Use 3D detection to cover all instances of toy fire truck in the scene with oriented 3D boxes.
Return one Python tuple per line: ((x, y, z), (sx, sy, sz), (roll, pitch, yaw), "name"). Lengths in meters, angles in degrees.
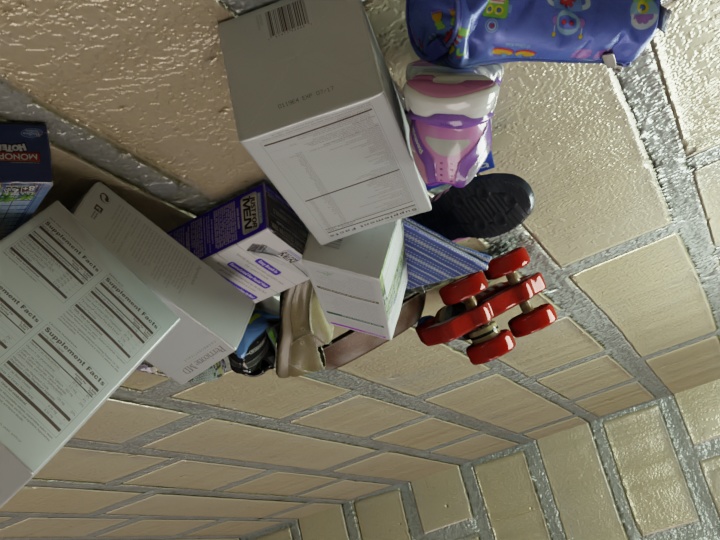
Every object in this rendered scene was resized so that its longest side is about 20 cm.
((0.161, 0.058, 1.193), (0.199, 0.113, 0.168), (-26, 180, -29), "toy fire truck")

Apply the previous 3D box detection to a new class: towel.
((0.033, -0.022, 0.950), (0.144, 0.024, 0.200), (25, 160, -24), "towel")

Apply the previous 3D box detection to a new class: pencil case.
((0.135, -0.195, 0.659), (0.199, 0.087, 0.078), (-4, 172, -21), "pencil case")

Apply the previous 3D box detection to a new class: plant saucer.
((0.012, 0.089, 1.193), (0.200, 0.037, 0.200), (-30, 178, -1), "plant saucer")

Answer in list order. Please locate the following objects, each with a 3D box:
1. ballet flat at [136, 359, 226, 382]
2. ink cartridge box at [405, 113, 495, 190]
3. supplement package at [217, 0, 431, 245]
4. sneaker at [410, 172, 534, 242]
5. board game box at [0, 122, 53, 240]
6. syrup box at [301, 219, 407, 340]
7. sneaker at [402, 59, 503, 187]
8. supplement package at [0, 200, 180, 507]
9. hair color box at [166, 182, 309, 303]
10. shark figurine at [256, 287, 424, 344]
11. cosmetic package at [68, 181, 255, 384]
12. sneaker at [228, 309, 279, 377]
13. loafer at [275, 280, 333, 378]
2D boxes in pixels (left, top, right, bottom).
((-0.240, 0.098, 1.071), (0.200, 0.072, 0.072), (15, 144, -41), "ballet flat")
((0.029, -0.106, 0.849), (0.199, 0.044, 0.094), (-19, 158, 8), "ink cartridge box")
((-0.022, -0.119, 0.703), (0.113, 0.110, 0.200), (-17, 156, 8), "supplement package")
((0.123, -0.073, 0.927), (0.082, 0.070, 0.200), (-38, -167, -34), "sneaker")
((-0.376, -0.046, 0.721), (0.199, 0.062, 0.200), (-2, 153, -27), "board game box")
((0.000, 0.000, 0.882), (0.081, 0.079, 0.200), (14, 161, 10), "syrup box")
((0.073, -0.120, 0.686), (0.080, 0.089, 0.200), (1, -159, 10), "sneaker")
((-0.288, 0.078, 0.706), (0.152, 0.151, 0.200), (-39, -170, 37), "supplement package")
((-0.150, -0.007, 0.923), (0.199, 0.065, 0.109), (-22, 146, 22), "hair color box")
((-0.031, 0.046, 1.107), (0.213, 0.090, 0.128), (-12, 160, -8), "shark figurine")
((-0.214, 0.018, 0.836), (0.200, 0.074, 0.102), (40, 129, -22), "cosmetic package")
((-0.140, 0.093, 1.101), (0.070, 0.083, 0.200), (4, -178, 3), "sneaker")
((-0.064, 0.048, 1.021), (0.067, 0.076, 0.201), (2, 133, -9), "loafer")
